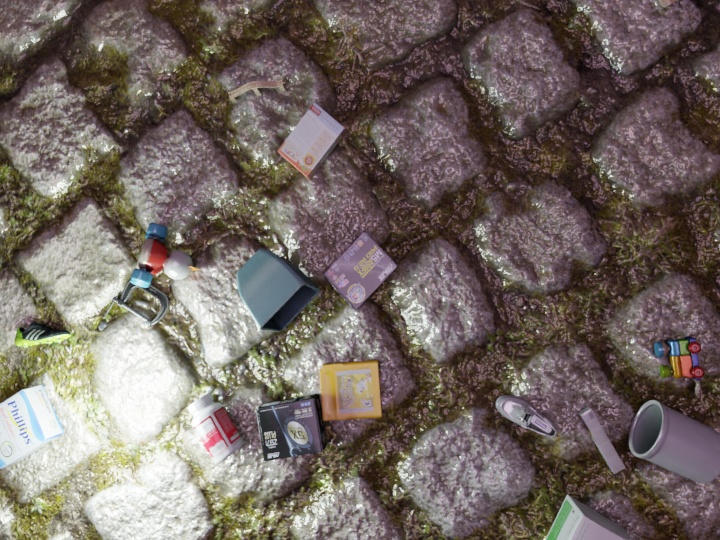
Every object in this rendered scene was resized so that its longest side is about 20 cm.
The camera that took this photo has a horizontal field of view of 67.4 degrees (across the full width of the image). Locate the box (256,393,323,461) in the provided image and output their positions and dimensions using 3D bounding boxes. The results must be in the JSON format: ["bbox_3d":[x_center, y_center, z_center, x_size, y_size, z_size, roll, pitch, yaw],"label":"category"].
[{"bbox_3d":[-0.218,0.498,1.719,0.194,0.086,0.169,-10,87,5],"label":"box"}]

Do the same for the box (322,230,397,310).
[{"bbox_3d":[0.000,0.000,1.741,0.200,0.044,0.160,-45,84,2],"label":"box"}]

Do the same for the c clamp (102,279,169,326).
[{"bbox_3d":[-0.745,0.119,1.817,0.195,0.027,0.175,23,85,7],"label":"c clamp"}]

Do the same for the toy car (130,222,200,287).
[{"bbox_3d":[-0.624,-0.024,1.766,0.196,0.176,0.190,20,74,-22],"label":"toy car"}]

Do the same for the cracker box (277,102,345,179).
[{"bbox_3d":[-0.158,-0.422,1.767,0.133,0.058,0.201,39,92,5],"label":"cracker box"}]

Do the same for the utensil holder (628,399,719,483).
[{"bbox_3d":[0.922,0.502,1.577,0.195,0.170,0.174,23,90,3],"label":"utensil holder"}]

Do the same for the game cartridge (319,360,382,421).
[{"bbox_3d":[-0.032,0.386,1.734,0.193,0.032,0.182,-5,87,4],"label":"game cartridge"}]

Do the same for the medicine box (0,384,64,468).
[{"bbox_3d":[-1.127,0.516,1.793,0.197,0.103,0.185,-31,85,4],"label":"medicine box"}]

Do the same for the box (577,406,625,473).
[{"bbox_3d":[0.736,0.517,1.654,0.041,0.039,0.203,-30,85,5],"label":"box"}]

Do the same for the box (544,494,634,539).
[{"bbox_3d":[0.669,0.821,1.581,0.196,0.171,0.203,28,90,5],"label":"box"}]

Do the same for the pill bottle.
[{"bbox_3d":[-0.467,0.501,1.728,0.111,0.112,0.203,-33,85,3],"label":"pill bottle"}]

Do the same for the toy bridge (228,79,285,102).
[{"bbox_3d":[-0.343,-0.601,1.787,0.194,0.067,0.028,-11,86,5],"label":"toy bridge"}]

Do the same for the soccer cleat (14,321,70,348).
[{"bbox_3d":[-1.075,0.211,1.823,0.193,0.068,0.084,-8,74,5],"label":"soccer cleat"}]

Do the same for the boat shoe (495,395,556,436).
[{"bbox_3d":[0.514,0.446,1.663,0.195,0.067,0.075,23,89,6],"label":"boat shoe"}]

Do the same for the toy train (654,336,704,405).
[{"bbox_3d":[0.960,0.308,1.626,0.112,0.084,0.207,-6,87,15],"label":"toy train"}]

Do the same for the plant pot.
[{"bbox_3d":[-0.275,0.046,1.697,0.196,0.196,0.201,-43,77,2],"label":"plant pot"}]
